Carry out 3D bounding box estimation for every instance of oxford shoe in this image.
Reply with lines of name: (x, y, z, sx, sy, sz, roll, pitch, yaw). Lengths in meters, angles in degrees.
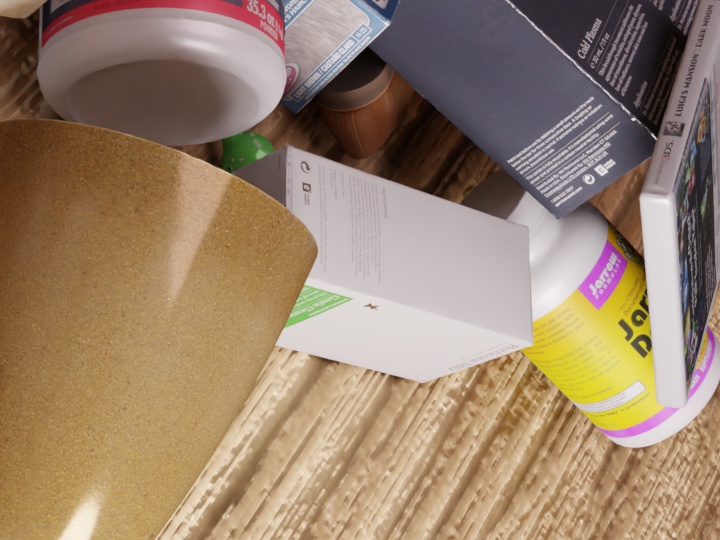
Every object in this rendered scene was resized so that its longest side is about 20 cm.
oxford shoe: (0.017, -0.150, 1.298, 0.200, 0.071, 0.072, -62, 147, -42)

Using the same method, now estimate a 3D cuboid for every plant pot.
plant pot: (-0.139, 0.053, 0.986, 0.186, 0.186, 0.201, 30, 69, -33)

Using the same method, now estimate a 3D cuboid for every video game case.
video game case: (0.210, -0.044, 1.231, 0.201, 0.023, 0.182, 76, 28, -48)

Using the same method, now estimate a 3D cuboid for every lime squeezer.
lime squeezer: (-0.052, -0.064, 1.211, 0.200, 0.038, 0.071, 37, 20, -27)

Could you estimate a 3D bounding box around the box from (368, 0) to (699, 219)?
box: (0.123, -0.173, 1.261, 0.182, 0.104, 0.200, 42, 45, -14)

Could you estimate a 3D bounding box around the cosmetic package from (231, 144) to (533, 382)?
cosmetic package: (0.000, 0.000, 1.176, 0.199, 0.107, 0.085, 17, 62, -38)

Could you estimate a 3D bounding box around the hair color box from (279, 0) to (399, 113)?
hair color box: (-0.009, -0.199, 1.226, 0.060, 0.100, 0.200, 37, 42, -15)

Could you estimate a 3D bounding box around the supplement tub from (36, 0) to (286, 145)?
supplement tub: (-0.113, -0.185, 1.116, 0.140, 0.140, 0.201, 16, 63, -40)

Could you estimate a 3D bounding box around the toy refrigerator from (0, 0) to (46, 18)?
toy refrigerator: (-0.203, -0.237, 1.006, 0.076, 0.070, 0.201, 3, 71, -38)

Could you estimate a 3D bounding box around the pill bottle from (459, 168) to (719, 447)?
pill bottle: (0.148, 0.022, 1.314, 0.200, 0.104, 0.105, 44, 48, -23)
